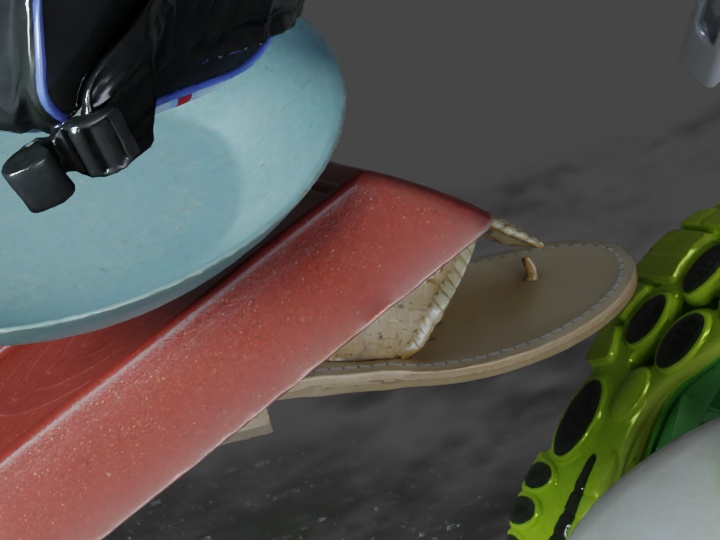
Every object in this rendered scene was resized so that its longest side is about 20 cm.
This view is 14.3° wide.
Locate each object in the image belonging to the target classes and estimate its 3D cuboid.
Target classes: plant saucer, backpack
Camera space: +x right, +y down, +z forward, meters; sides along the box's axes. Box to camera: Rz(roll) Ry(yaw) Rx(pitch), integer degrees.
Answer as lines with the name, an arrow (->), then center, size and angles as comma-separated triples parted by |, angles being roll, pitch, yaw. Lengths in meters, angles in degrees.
plant saucer -> -0.101, -0.029, 0.920 | 0.201, 0.201, 0.039 | -23, 129, -16
backpack -> -0.088, -0.131, 0.869 | 0.190, 0.154, 0.200 | -10, 111, -63
plant saucer -> -0.070, 0.023, 0.948 | 0.200, 0.200, 0.037 | -38, 104, -9

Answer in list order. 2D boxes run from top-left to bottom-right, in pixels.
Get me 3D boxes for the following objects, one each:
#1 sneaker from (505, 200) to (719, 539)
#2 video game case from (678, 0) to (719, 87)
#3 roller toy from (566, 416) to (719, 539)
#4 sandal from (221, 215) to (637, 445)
sneaker -> 0.131, 0.055, 1.118 | 0.083, 0.074, 0.200 | 22, 108, -32
video game case -> 0.201, -0.159, 1.034 | 0.200, 0.182, 0.023 | -41, 80, -8
roller toy -> 0.170, 0.153, 1.061 | 0.182, 0.140, 0.200 | -41, 135, 13
sandal -> 0.002, 0.002, 1.037 | 0.211, 0.078, 0.070 | -17, 119, -13
